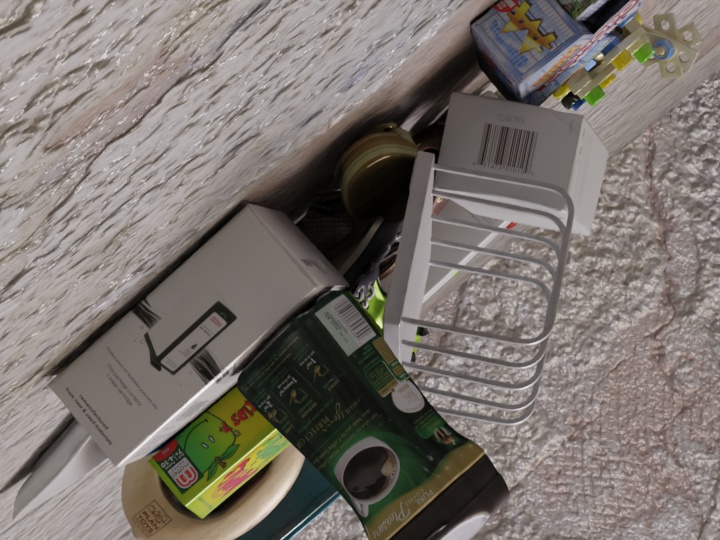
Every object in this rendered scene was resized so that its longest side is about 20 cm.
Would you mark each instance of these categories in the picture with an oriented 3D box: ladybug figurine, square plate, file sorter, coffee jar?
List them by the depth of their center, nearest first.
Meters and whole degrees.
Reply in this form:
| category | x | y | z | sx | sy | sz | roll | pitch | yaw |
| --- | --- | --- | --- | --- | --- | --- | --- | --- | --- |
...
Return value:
| category | x | y | z | sx | sy | sz | roll | pitch | yaw |
| --- | --- | --- | --- | --- | --- | --- | --- | --- | --- |
| coffee jar | 0.011 | 0.119 | 1.493 | 0.104 | 0.200 | 0.085 | -44 | 173 | 28 |
| file sorter | 0.089 | 0.023 | 1.599 | 0.200 | 0.124 | 0.140 | 89 | 13 | -68 |
| square plate | -0.206 | 0.123 | 1.827 | 0.198 | 0.028 | 0.200 | -35 | 172 | -48 |
| ladybug figurine | -0.133 | 0.172 | 1.894 | 0.200 | 0.136 | 0.072 | -40 | -176 | 4 |

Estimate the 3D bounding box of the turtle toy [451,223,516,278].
| category | x | y | z | sx | sy | sz | roll | pitch | yaw |
| --- | --- | --- | --- | --- | --- | --- | --- | --- | --- |
| turtle toy | 0.107 | -0.073 | 2.005 | 0.200 | 0.101 | 0.146 | -40 | 174 | -1 |

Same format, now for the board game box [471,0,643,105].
| category | x | y | z | sx | sy | sz | roll | pitch | yaw |
| --- | --- | --- | --- | --- | --- | --- | --- | --- | --- |
| board game box | 0.161 | -0.200 | 1.602 | 0.200 | 0.062 | 0.200 | -42 | 175 | 16 |

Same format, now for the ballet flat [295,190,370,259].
| category | x | y | z | sx | sy | sz | roll | pitch | yaw |
| --- | --- | --- | --- | --- | --- | --- | --- | --- | --- |
| ballet flat | -0.080 | 0.000 | 1.678 | 0.199 | 0.046 | 0.067 | -36 | -163 | 13 |

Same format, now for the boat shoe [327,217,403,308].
| category | x | y | z | sx | sy | sz | roll | pitch | yaw |
| --- | --- | --- | --- | --- | --- | --- | --- | --- | --- |
| boat shoe | 0.000 | 0.000 | 1.701 | 0.072 | 0.063 | 0.200 | -23 | -159 | 39 |

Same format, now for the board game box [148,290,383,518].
| category | x | y | z | sx | sy | sz | roll | pitch | yaw |
| --- | --- | --- | --- | --- | --- | --- | --- | --- | --- |
| board game box | -0.067 | 0.106 | 1.617 | 0.200 | 0.048 | 0.102 | -40 | 169 | -6 |

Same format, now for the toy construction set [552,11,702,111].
| category | x | y | z | sx | sy | sz | roll | pitch | yaw |
| --- | --- | --- | --- | --- | --- | --- | --- | --- | --- |
| toy construction set | 0.236 | -0.208 | 1.940 | 0.131 | 0.092 | 0.200 | -43 | 163 | 25 |

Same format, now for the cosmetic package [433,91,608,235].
| category | x | y | z | sx | sy | sz | roll | pitch | yaw |
| --- | --- | --- | --- | --- | --- | --- | --- | --- | --- |
| cosmetic package | 0.132 | -0.084 | 1.682 | 0.200 | 0.112 | 0.082 | 24 | 78 | -75 |

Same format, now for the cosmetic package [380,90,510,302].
| category | x | y | z | sx | sy | sz | roll | pitch | yaw |
| --- | --- | --- | --- | --- | --- | --- | --- | --- | --- |
| cosmetic package | 0.072 | -0.055 | 1.892 | 0.200 | 0.108 | 0.085 | -42 | 176 | 35 |

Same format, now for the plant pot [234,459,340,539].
| category | x | y | z | sx | sy | sz | roll | pitch | yaw |
| --- | --- | --- | --- | --- | --- | --- | --- | --- | --- |
| plant pot | -0.118 | 0.179 | 2.028 | 0.200 | 0.188 | 0.200 | -40 | 174 | -5 |

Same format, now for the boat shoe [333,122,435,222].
| category | x | y | z | sx | sy | sz | roll | pitch | yaw |
| --- | --- | --- | --- | --- | --- | --- | --- | --- | --- |
| boat shoe | 0.016 | -0.084 | 1.624 | 0.073 | 0.063 | 0.201 | -37 | 169 | 12 |

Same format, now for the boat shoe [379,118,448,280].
| category | x | y | z | sx | sy | sz | roll | pitch | yaw |
| --- | --- | --- | --- | --- | --- | --- | --- | --- | --- |
| boat shoe | 0.031 | -0.055 | 1.821 | 0.200 | 0.070 | 0.070 | -55 | 173 | 36 |

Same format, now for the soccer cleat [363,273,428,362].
| category | x | y | z | sx | sy | sz | roll | pitch | yaw |
| --- | --- | --- | --- | --- | --- | --- | --- | --- | --- |
| soccer cleat | -0.012 | 0.018 | 1.823 | 0.068 | 0.081 | 0.200 | -60 | 139 | -23 |

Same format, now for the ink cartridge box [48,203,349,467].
| category | x | y | z | sx | sy | sz | roll | pitch | yaw |
| --- | --- | --- | --- | --- | --- | --- | --- | --- | --- |
| ink cartridge box | -0.116 | 0.046 | 1.542 | 0.200 | 0.084 | 0.146 | -42 | 175 | 5 |
